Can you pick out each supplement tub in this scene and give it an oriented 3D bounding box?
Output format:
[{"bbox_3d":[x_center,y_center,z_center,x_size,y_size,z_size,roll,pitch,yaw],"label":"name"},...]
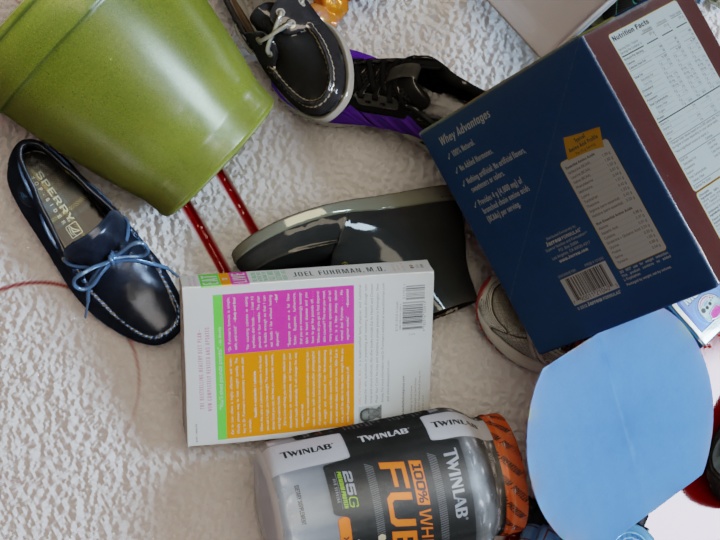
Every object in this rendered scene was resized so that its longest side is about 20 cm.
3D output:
[{"bbox_3d":[0.023,0.177,1.208,0.199,0.123,0.123,-11,80,-12],"label":"supplement tub"}]

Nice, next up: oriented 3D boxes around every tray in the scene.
[{"bbox_3d":[0.157,-0.253,1.303,0.107,0.200,0.022,-42,130,10],"label":"tray"}]

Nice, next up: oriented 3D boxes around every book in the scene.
[{"bbox_3d":[-0.042,0.063,1.227,0.199,0.048,0.134,-3,112,-11],"label":"book"}]

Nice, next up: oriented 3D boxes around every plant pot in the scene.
[{"bbox_3d":[-0.177,-0.153,1.223,0.193,0.200,0.201,43,74,-10],"label":"plant pot"}]

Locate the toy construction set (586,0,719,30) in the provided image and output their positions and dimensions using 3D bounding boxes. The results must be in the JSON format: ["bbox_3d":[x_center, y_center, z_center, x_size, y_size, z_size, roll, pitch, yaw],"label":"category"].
[{"bbox_3d":[0.249,-0.242,1.354,0.200,0.092,0.131,-36,71,-20],"label":"toy construction set"}]

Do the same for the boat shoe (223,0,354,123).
[{"bbox_3d":[-0.068,-0.206,1.269,0.074,0.060,0.201,-37,58,22],"label":"boat shoe"}]

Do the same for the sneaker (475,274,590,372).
[{"bbox_3d":[0.189,0.057,1.282,0.199,0.082,0.078,27,75,-4],"label":"sneaker"}]

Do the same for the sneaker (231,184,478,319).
[{"bbox_3d":[0.000,0.000,1.268,0.199,0.075,0.107,-13,81,-13],"label":"sneaker"}]

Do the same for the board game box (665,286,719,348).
[{"bbox_3d":[0.290,-0.066,1.342,0.200,0.056,0.196,-40,87,-15],"label":"board game box"}]

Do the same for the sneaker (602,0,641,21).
[{"bbox_3d":[0.229,-0.254,1.277,0.075,0.079,0.201,-17,71,-2],"label":"sneaker"}]

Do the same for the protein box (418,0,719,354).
[{"bbox_3d":[0.189,-0.074,1.174,0.135,0.198,0.201,-30,91,-38],"label":"protein box"}]

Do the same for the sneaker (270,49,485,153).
[{"bbox_3d":[0.025,-0.154,1.290,0.199,0.100,0.070,16,75,-3],"label":"sneaker"}]

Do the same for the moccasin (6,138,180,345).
[{"bbox_3d":[-0.219,-0.020,1.237,0.200,0.068,0.080,45,75,2],"label":"moccasin"}]

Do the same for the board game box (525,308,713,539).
[{"bbox_3d":[0.193,0.119,1.211,0.199,0.039,0.159,-29,109,-30],"label":"board game box"}]

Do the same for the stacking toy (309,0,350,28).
[{"bbox_3d":[0.010,-0.272,1.322,0.110,0.116,0.200,40,84,-1],"label":"stacking toy"}]

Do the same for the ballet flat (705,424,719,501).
[{"bbox_3d":[0.356,0.116,1.326,0.066,0.057,0.200,32,67,27],"label":"ballet flat"}]

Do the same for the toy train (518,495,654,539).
[{"bbox_3d":[0.158,0.262,1.234,0.114,0.087,0.201,25,73,5],"label":"toy train"}]
